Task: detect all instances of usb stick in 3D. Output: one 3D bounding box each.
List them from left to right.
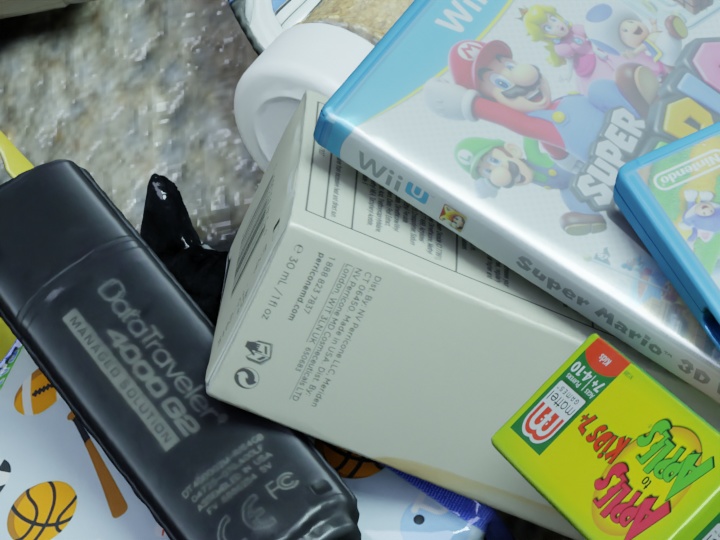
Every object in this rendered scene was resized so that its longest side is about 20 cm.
[{"bbox_3d":[-0.070,0.034,0.928,0.055,0.033,0.200,-35,53,-9],"label":"usb stick"}]

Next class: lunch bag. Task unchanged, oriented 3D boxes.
[{"bbox_3d":[-0.067,0.109,0.973,0.200,0.124,0.170,31,79,20],"label":"lunch bag"}]

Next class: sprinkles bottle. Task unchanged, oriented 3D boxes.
[{"bbox_3d":[0.035,-0.104,1.030,0.068,0.068,0.200,21,50,26],"label":"sprinkles bottle"}]

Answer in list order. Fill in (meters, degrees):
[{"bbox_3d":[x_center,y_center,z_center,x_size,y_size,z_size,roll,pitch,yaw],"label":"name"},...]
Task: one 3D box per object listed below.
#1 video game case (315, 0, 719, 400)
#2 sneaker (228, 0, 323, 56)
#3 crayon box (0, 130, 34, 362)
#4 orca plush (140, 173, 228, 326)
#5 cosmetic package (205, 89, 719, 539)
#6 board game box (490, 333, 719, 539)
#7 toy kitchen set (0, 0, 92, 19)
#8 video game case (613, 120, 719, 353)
[{"bbox_3d":[0.106,-0.036,0.894,0.200,0.018,0.143,33,55,9],"label":"video game case"},{"bbox_3d":[-0.014,-0.126,1.091,0.077,0.076,0.200,-27,61,10],"label":"sneaker"},{"bbox_3d":[-0.198,0.015,1.037,0.127,0.051,0.200,49,53,-7],"label":"crayon box"},{"bbox_3d":[0.000,0.000,1.030,0.200,0.071,0.105,24,75,27],"label":"orca plush"},{"bbox_3d":[0.056,0.026,0.923,0.200,0.105,0.071,23,117,-8],"label":"cosmetic package"},{"bbox_3d":[0.134,0.112,0.844,0.048,0.200,0.102,-46,28,-1],"label":"board game box"},{"bbox_3d":[-0.128,-0.235,1.098,0.163,0.200,0.181,-9,55,15],"label":"toy kitchen set"},{"bbox_3d":[0.185,0.021,0.826,0.143,0.018,0.200,-23,62,-17],"label":"video game case"}]
